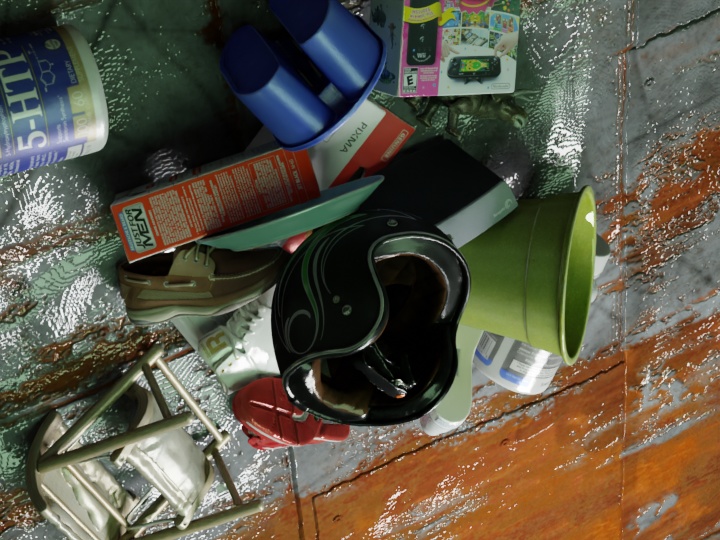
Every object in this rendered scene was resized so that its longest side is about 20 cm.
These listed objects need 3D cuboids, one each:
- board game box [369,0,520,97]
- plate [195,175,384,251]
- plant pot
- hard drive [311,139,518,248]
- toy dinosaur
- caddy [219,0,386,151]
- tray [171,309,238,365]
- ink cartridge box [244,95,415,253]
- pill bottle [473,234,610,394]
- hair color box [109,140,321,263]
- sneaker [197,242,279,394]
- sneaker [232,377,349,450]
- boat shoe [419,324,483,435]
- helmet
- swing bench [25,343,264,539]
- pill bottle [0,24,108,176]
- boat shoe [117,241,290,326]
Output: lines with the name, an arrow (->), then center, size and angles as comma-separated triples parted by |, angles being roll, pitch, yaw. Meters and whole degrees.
board game box -> 0.087, -0.281, 1.602 | 0.146, 0.064, 0.202 | -6, 107, -31
plate -> -0.067, -0.052, 1.574 | 0.198, 0.200, 0.026 | -20, 97, -20
plant pot -> 0.158, -0.003, 1.797 | 0.188, 0.201, 0.201 | 5, 134, 17
hard drive -> 0.058, -0.067, 1.727 | 0.199, 0.135, 0.043 | -30, 138, -22
toy dinosaur -> 0.095, -0.212, 1.709 | 0.200, 0.077, 0.103 | 42, 78, -31
caddy -> -0.050, -0.196, 1.530 | 0.141, 0.200, 0.105 | -44, 119, 7
tray -> -0.148, 0.050, 1.771 | 0.107, 0.022, 0.200 | -38, 136, -4
ink cartridge box -> -0.045, -0.103, 1.706 | 0.176, 0.045, 0.201 | 29, 105, -43
pill bottle -> 0.221, 0.040, 1.946 | 0.113, 0.114, 0.201 | 7, 120, -37
hair color box -> -0.144, -0.074, 1.576 | 0.198, 0.111, 0.065 | -18, 100, -3
sneaker -> -0.121, 0.063, 1.718 | 0.115, 0.074, 0.201 | -22, 143, -19
sneaker -> -0.108, 0.179, 1.817 | 0.115, 0.079, 0.199 | -20, 156, 29
boat shoe -> 0.105, 0.103, 1.895 | 0.071, 0.202, 0.068 | 15, 149, -22
helmet -> 0.009, 0.037, 1.567 | 0.198, 0.192, 0.201 | 6, 147, 4
swing bench -> -0.248, 0.226, 1.769 | 0.199, 0.130, 0.200 | -32, 136, -1
pill bottle -> -0.338, -0.142, 1.423 | 0.198, 0.120, 0.121 | -18, 132, -22
boat shoe -> -0.167, 0.003, 1.634 | 0.198, 0.076, 0.072 | -14, 114, 22
